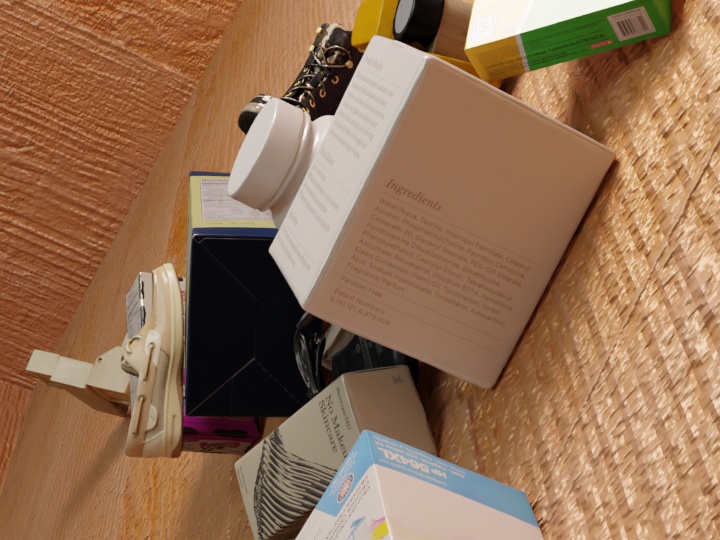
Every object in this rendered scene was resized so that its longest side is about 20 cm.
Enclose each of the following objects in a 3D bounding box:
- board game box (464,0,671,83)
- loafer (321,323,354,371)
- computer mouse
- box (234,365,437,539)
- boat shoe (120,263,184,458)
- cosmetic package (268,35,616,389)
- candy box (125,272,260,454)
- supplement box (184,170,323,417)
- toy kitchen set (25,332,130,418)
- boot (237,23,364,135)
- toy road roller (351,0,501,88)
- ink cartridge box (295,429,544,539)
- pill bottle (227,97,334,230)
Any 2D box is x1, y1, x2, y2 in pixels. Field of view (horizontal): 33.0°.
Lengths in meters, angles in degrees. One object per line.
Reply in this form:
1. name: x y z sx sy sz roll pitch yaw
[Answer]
1. board game box: 0.168 -0.249 0.954 0.153 0.040 0.201 -12 49 31
2. loafer: 0.000 0.000 1.178 0.201 0.070 0.070 -66 17 -2
3. computer mouse: 0.000 0.072 1.078 0.200 0.046 0.141 -52 48 52
4. box: -0.026 0.156 1.001 0.200 0.068 0.082 -45 57 47
5. boat shoe: -0.214 0.091 1.247 0.072 0.065 0.201 135 135 -77
6. cosmetic package: 0.054 -0.050 0.930 0.201 0.166 0.167 -63 18 9
7. candy box: -0.197 0.108 1.409 0.061 0.136 0.201 -47 43 48
8. supplement box: -0.116 0.020 1.275 0.200 0.134 0.201 -110 23 -66
9. toy kitchen set: -0.426 0.144 2.104 0.163 0.199 0.181 58 -134 -60
10. boot: -0.052 -0.189 1.272 0.151 0.073 0.200 -63 -16 -4
11. toy road roller: 0.064 -0.188 1.170 0.200 0.122 0.147 -154 77 -72
12. ink cartridge box: 0.037 0.212 0.698 0.129 0.125 0.200 -59 18 18
13. pill bottle: -0.009 -0.066 1.075 0.113 0.199 0.113 -54 21 32
